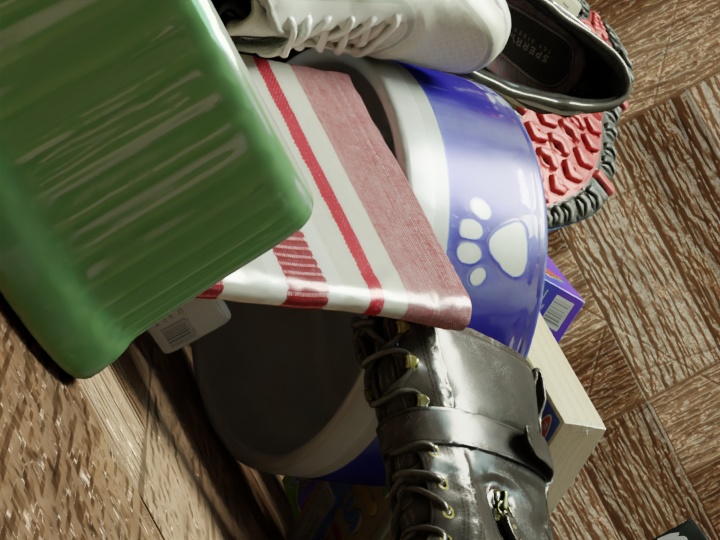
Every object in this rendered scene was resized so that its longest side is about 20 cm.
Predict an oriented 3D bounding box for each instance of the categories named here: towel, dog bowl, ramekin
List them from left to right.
[{"bbox_3d":[-0.096,-0.074,0.844,0.200,0.098,0.200,62,0,0],"label":"ramekin"},{"bbox_3d":[-0.058,-0.038,1.031,0.200,0.023,0.144,8,42,-39],"label":"towel"},{"bbox_3d":[0.000,0.000,1.195,0.079,0.200,0.200,11,32,-30],"label":"dog bowl"}]

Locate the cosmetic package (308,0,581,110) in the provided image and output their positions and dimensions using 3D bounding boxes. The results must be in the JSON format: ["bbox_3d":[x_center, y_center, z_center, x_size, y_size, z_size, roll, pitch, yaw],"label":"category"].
[{"bbox_3d":[0.009,-0.155,1.258,0.200,0.105,0.071,41,-14,-37],"label":"cosmetic package"}]

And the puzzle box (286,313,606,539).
[{"bbox_3d":[0.035,0.103,1.208,0.025,0.200,0.133,11,33,-31],"label":"puzzle box"}]

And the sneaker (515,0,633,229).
[{"bbox_3d":[0.087,-0.066,1.388,0.079,0.096,0.200,46,35,-11],"label":"sneaker"}]

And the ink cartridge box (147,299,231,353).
[{"bbox_3d":[-0.123,-0.067,1.107,0.200,0.039,0.099,62,0,26],"label":"ink cartridge box"}]

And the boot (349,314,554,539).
[{"bbox_3d":[0.022,0.094,1.031,0.200,0.069,0.174,17,51,-49],"label":"boot"}]

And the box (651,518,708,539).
[{"bbox_3d":[0.137,0.252,1.410,0.124,0.200,0.149,61,1,-12],"label":"box"}]

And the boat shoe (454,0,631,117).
[{"bbox_3d":[0.052,-0.125,1.215,0.200,0.067,0.057,24,-5,-39],"label":"boat shoe"}]

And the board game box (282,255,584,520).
[{"bbox_3d":[0.035,0.068,1.392,0.045,0.200,0.134,29,11,-17],"label":"board game box"}]

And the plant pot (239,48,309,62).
[{"bbox_3d":[-0.052,-0.080,1.387,0.200,0.200,0.198,-117,-174,-72],"label":"plant pot"}]

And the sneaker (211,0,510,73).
[{"bbox_3d":[-0.024,-0.120,1.104,0.200,0.075,0.081,20,50,-25],"label":"sneaker"}]
